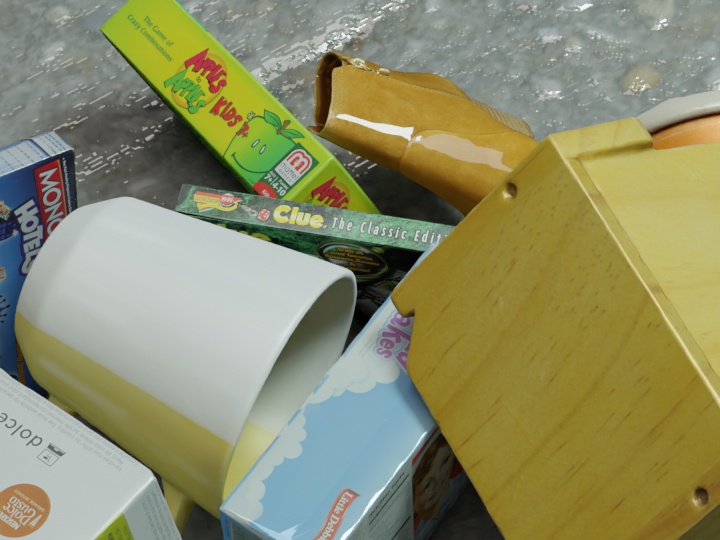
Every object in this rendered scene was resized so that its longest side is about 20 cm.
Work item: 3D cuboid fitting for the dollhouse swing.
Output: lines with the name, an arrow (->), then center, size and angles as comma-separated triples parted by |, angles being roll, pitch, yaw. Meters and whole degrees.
dollhouse swing -> 0.160, 0.045, 1.261 | 0.182, 0.175, 0.200 | -45, 62, 28

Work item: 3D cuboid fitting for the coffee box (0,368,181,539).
coffee box -> -0.212, 0.179, 1.239 | 0.199, 0.200, 0.198 | 29, 62, 31

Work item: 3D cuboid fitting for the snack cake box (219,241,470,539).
snack cake box -> 0.011, 0.097, 1.315 | 0.067, 0.115, 0.200 | 28, 60, 21

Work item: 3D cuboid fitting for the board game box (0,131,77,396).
board game box -> -0.215, 0.011, 1.412 | 0.199, 0.201, 0.062 | -24, 48, -28

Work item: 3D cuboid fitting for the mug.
mug -> -0.111, 0.049, 1.341 | 0.153, 0.150, 0.187 | 27, 65, 12

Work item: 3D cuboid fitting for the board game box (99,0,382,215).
board game box -> -0.067, -0.083, 1.487 | 0.048, 0.102, 0.200 | -43, 53, -2

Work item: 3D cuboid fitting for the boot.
boot -> 0.045, -0.059, 1.416 | 0.143, 0.071, 0.201 | 16, 21, -21

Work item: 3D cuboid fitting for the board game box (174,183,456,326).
board game box -> 0.000, 0.000, 1.397 | 0.199, 0.105, 0.024 | 10, 64, 12

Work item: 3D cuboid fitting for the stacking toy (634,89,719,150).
stacking toy -> 0.209, 0.013, 1.359 | 0.145, 0.146, 0.201 | -8, 64, 4
